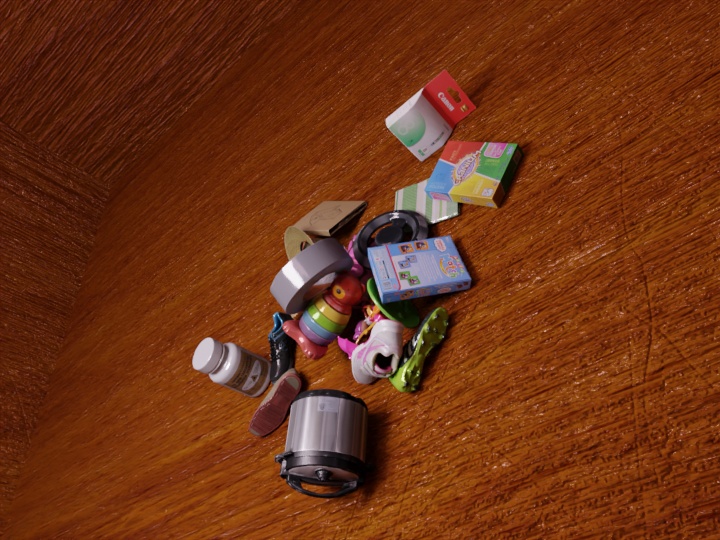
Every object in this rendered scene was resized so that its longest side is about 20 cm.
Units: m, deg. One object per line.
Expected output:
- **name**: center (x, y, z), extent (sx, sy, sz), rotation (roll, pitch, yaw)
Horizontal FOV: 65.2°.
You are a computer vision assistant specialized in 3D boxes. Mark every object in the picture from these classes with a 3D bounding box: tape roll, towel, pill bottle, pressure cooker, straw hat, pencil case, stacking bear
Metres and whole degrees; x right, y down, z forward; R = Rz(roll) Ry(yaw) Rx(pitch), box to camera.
- **tape roll**: center (-0.112, 0.014, 1.322), extent (0.200, 0.200, 0.066), rotation (-43, 75, 15)
- **towel**: center (0.169, -0.174, 1.450), extent (0.199, 0.023, 0.153), rotation (-18, 52, 36)
- **pill bottle**: center (-0.347, 0.261, 1.531), extent (0.114, 0.200, 0.115), rotation (-26, 46, 31)
- **pressure cooker**: center (-0.074, 0.370, 1.178), extent (0.175, 0.178, 0.201), rotation (-22, 48, 31)
- **straw hat**: center (-0.130, -0.050, 1.617), extent (0.085, 0.202, 0.201), rotation (-26, 26, -29)
- **pencil case**: center (0.000, 0.000, 1.448), extent (0.093, 0.091, 0.201), rotation (-20, 47, 43)
- **stacking bear**: center (-0.071, 0.094, 1.333), extent (0.121, 0.114, 0.200), rotation (44, 107, 20)

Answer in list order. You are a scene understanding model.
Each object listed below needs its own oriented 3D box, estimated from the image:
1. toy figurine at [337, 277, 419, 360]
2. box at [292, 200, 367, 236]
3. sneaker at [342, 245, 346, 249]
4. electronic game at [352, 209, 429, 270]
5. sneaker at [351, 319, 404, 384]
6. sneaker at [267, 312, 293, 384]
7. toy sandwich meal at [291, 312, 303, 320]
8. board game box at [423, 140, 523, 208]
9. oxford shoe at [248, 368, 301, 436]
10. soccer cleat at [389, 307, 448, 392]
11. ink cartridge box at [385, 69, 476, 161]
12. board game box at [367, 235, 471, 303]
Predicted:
- **toy figurine**: center (0.023, 0.120, 1.320), extent (0.184, 0.150, 0.200), rotation (-48, 16, 23)
- **box**: center (-0.099, -0.156, 1.666), extent (0.199, 0.021, 0.163), rotation (8, 42, 49)
- **sneaker**: center (-0.119, -0.011, 1.464), extent (0.200, 0.085, 0.075), rotation (-48, 23, -22)
- **electronic game**: center (0.074, -0.077, 1.398), extent (0.199, 0.042, 0.201), rotation (-15, 44, 15)
- **sneaker**: center (0.033, 0.196, 1.220), extent (0.089, 0.081, 0.201), rotation (-90, 18, -44)
- **sneaker**: center (-0.225, 0.210, 1.534), extent (0.073, 0.082, 0.201), rotation (-19, 50, 37)
- **toy sandwich meal**: center (-0.130, 0.093, 1.494), extent (0.205, 0.070, 0.206), rotation (-44, 20, 20)
- **board game box**: center (0.268, -0.235, 1.351), extent (0.199, 0.040, 0.154), rotation (15, 73, 44)
- **oxford shoe**: center (-0.217, 0.342, 1.459), extent (0.200, 0.070, 0.075), rotation (-51, 11, 7)
- **soccer cleat**: center (0.122, 0.165, 1.215), extent (0.081, 0.067, 0.201), rotation (17, 77, 59)
- **ink cartridge box**: center (0.190, -0.401, 1.482), extent (0.199, 0.161, 0.050), rotation (-34, 44, 24)
- **board game box**: center (0.128, -0.006, 1.262), extent (0.198, 0.037, 0.152), rotation (-9, 44, -6)
